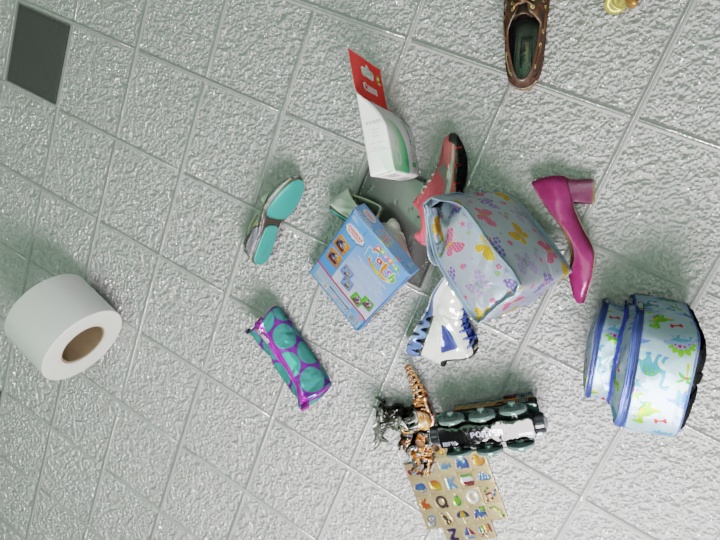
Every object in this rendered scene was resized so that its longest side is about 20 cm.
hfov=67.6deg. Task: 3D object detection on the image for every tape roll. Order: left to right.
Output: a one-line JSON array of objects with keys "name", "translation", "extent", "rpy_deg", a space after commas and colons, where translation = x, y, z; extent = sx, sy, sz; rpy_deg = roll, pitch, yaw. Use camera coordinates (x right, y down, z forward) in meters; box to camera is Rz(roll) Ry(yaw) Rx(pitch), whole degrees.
[{"name": "tape roll", "translation": [-0.678, 0.129, 1.235], "extent": [0.139, 0.202, 0.204], "rpy_deg": [38, 110, 12]}]

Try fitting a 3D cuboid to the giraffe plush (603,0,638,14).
[{"name": "giraffe plush", "translation": [0.369, -0.461, 0.746], "extent": [0.162, 0.173, 0.200], "rpy_deg": [39, 101, -10]}]

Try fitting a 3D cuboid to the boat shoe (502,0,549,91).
[{"name": "boat shoe", "translation": [0.258, -0.388, 0.837], "extent": [0.070, 0.070, 0.203], "rpy_deg": [-2, 96, 24]}]

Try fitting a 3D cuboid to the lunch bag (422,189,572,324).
[{"name": "lunch bag", "translation": [0.200, -0.036, 0.842], "extent": [0.127, 0.168, 0.201], "rpy_deg": [-47, 65, 40]}]

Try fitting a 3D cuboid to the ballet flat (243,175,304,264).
[{"name": "ballet flat", "translation": [-0.181, -0.110, 1.067], "extent": [0.072, 0.072, 0.202], "rpy_deg": [35, 108, 15]}]

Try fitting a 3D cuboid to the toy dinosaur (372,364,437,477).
[{"name": "toy dinosaur", "translation": [0.093, 0.281, 1.006], "extent": [0.134, 0.102, 0.203], "rpy_deg": [-3, 75, 9]}]

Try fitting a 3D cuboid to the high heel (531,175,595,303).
[{"name": "high heel", "translation": [0.320, -0.050, 0.859], "extent": [0.095, 0.067, 0.203], "rpy_deg": [1, 83, 13]}]

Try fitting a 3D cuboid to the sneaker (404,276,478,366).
[{"name": "sneaker", "translation": [0.167, 0.089, 0.945], "extent": [0.114, 0.080, 0.201], "rpy_deg": [29, 114, 12]}]

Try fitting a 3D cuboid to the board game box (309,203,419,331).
[{"name": "board game box", "translation": [0.000, 0.000, 0.978], "extent": [0.152, 0.036, 0.200], "rpy_deg": [50, 137, 9]}]

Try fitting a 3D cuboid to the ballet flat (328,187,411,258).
[{"name": "ballet flat", "translation": [0.030, -0.083, 0.985], "extent": [0.199, 0.069, 0.070], "rpy_deg": [39, 110, 14]}]

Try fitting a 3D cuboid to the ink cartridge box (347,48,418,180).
[{"name": "ink cartridge box", "translation": [0.044, -0.255, 0.896], "extent": [0.050, 0.161, 0.203], "rpy_deg": [-7, 94, 21]}]

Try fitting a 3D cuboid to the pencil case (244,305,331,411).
[{"name": "pencil case", "translation": [-0.141, 0.175, 1.074], "extent": [0.085, 0.092, 0.201], "rpy_deg": [-39, 83, 22]}]

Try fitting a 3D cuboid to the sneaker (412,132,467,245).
[{"name": "sneaker", "translation": [0.131, -0.134, 0.924], "extent": [0.086, 0.074, 0.203], "rpy_deg": [8, 101, 23]}]

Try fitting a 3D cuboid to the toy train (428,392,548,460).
[{"name": "toy train", "translation": [0.218, 0.262, 0.918], "extent": [0.198, 0.114, 0.086], "rpy_deg": [-15, 90, 20]}]

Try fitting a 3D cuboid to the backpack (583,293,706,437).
[{"name": "backpack", "translation": [0.403, 0.135, 0.778], "extent": [0.145, 0.200, 0.185], "rpy_deg": [9, 102, 21]}]

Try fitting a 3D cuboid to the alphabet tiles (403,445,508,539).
[{"name": "alphabet tiles", "translation": [0.178, 0.417, 1.020], "extent": [0.165, 0.006, 0.202], "rpy_deg": [-21, 89, 25]}]
